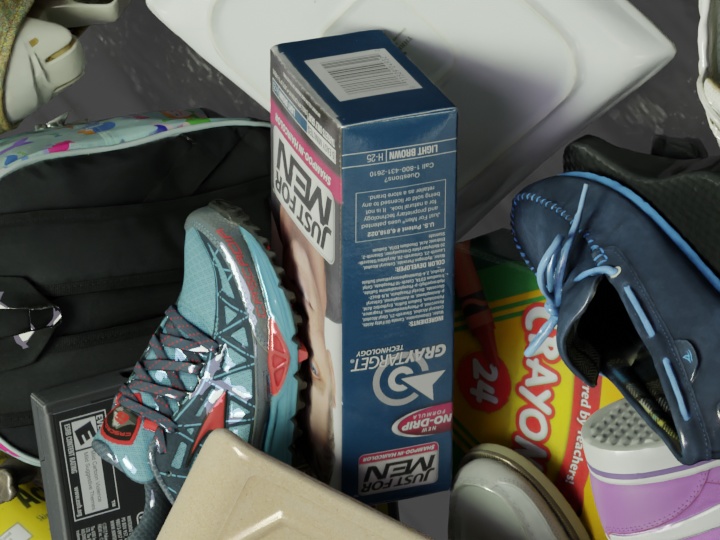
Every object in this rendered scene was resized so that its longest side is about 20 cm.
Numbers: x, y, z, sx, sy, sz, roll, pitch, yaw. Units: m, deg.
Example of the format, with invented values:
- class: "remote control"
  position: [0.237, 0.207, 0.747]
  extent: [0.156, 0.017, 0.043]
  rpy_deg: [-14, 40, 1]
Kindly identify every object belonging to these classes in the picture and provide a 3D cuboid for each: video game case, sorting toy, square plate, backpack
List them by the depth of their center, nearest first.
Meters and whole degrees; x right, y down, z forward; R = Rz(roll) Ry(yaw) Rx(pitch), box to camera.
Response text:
- class: "sorting toy"
  position: [-0.015, 0.186, 1.415]
  extent: [0.199, 0.036, 0.186]
  rpy_deg: [29, 118, 4]
- class: "square plate"
  position: [0.017, -0.112, 1.433]
  extent: [0.198, 0.028, 0.200]
  rpy_deg: [41, 133, -10]
- class: "video game case"
  position: [-0.066, 0.134, 1.512]
  extent: [0.025, 0.180, 0.201]
  rpy_deg: [30, 131, 60]
- class: "backpack"
  position: [-0.134, 0.009, 1.532]
  extent: [0.150, 0.199, 0.179]
  rpy_deg: [9, 109, 55]

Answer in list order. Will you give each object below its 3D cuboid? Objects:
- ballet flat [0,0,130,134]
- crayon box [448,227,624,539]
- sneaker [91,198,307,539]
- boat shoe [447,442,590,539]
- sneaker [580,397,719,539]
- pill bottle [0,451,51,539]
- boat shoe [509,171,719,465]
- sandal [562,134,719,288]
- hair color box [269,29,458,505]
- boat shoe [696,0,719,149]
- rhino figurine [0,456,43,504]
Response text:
- class: "ballet flat"
  position: [-0.159, -0.127, 1.531]
  extent: [0.070, 0.200, 0.071]
  rpy_deg: [16, 139, 15]
- class: "crayon box"
  position: [0.130, 0.067, 1.440]
  extent: [0.199, 0.051, 0.128]
  rpy_deg: [17, 110, 32]
- class: "sneaker"
  position: [-0.079, 0.068, 1.427]
  extent: [0.079, 0.095, 0.201]
  rpy_deg: [-148, 54, -62]
- class: "boat shoe"
  position: [0.076, 0.182, 1.458]
  extent: [0.074, 0.068, 0.201]
  rpy_deg: [8, 125, 41]
- class: "sneaker"
  position: [0.208, 0.097, 1.359]
  extent: [0.199, 0.073, 0.115]
  rpy_deg: [-12, 113, 11]
- class: "pill bottle"
  position: [-0.229, 0.145, 1.687]
  extent: [0.200, 0.111, 0.112]
  rpy_deg: [38, 121, 23]
- class: "boat shoe"
  position: [0.114, 0.015, 1.333]
  extent: [0.200, 0.068, 0.085]
  rpy_deg: [40, 148, 53]
- class: "sandal"
  position: [0.152, -0.027, 1.367]
  extent: [0.200, 0.048, 0.076]
  rpy_deg: [18, 132, 67]
- class: "hair color box"
  position: [0.000, 0.000, 1.412]
  extent: [0.100, 0.060, 0.201]
  rpy_deg: [-129, 34, -57]
- class: "boat shoe"
  position: [0.181, -0.077, 1.354]
  extent: [0.070, 0.069, 0.201]
  rpy_deg: [-6, 98, 34]
- class: "rhino figurine"
  position: [-0.116, 0.106, 1.609]
  extent: [0.199, 0.087, 0.060]
  rpy_deg: [14, 105, 34]
